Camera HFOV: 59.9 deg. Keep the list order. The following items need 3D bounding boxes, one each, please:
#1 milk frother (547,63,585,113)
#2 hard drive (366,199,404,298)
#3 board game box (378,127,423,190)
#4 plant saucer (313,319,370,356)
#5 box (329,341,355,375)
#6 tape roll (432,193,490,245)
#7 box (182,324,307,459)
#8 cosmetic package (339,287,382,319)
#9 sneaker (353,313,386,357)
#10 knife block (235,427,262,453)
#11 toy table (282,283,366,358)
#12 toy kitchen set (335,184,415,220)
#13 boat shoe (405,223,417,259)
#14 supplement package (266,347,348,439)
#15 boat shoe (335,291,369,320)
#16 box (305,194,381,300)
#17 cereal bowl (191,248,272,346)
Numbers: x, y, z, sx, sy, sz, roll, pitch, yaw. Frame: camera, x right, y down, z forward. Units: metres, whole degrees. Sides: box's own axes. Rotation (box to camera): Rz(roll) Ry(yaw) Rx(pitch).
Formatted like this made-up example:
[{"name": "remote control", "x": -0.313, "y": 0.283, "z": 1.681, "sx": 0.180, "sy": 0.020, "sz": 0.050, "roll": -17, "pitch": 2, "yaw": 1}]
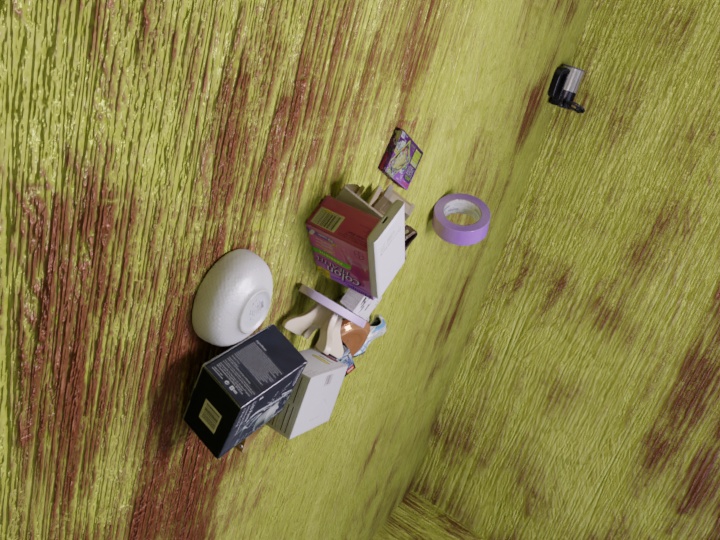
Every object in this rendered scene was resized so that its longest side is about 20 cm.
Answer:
[{"name": "milk frother", "x": 1.009, "y": -0.861, "z": 2.969, "sx": 0.179, "sy": 0.198, "sz": 0.191, "roll": -17, "pitch": 129, "yaw": -56}, {"name": "hard drive", "x": 0.061, "y": -0.046, "z": 1.423, "sx": 0.133, "sy": 0.026, "sz": 0.202, "roll": -53, "pitch": 155, "yaw": -30}, {"name": "board game box", "x": 0.115, "y": -0.307, "z": 1.740, "sx": 0.199, "sy": 0.032, "sz": 0.122, "roll": 22, "pitch": 89, "yaw": -67}, {"name": "plant saucer", "x": -0.052, "y": 0.214, "z": 1.801, "sx": 0.198, "sy": 0.032, "sz": 0.202, "roll": -30, "pitch": 149, "yaw": -20}, {"name": "box", "x": -0.108, "y": 0.298, "z": 1.768, "sx": 0.199, "sy": 0.040, "sz": 0.138, "roll": -37, "pitch": 150, "yaw": -13}, {"name": "tape roll", "x": 0.351, "y": -0.180, "z": 2.180, "sx": 0.200, "sy": 0.198, "sz": 0.066, "roll": -48, "pitch": 154, "yaw": -35}, {"name": "box", "x": -0.241, "y": 0.250, "z": 1.304, "sx": 0.196, "sy": 0.124, "sz": 0.201, "roll": -32, "pitch": 159, "yaw": -47}, {"name": "cosmetic package", "x": 0.005, "y": 0.078, "z": 1.662, "sx": 0.083, "sy": 0.050, "sz": 0.200, "roll": -52, "pitch": 166, "yaw": -1}, {"name": "sneaker", "x": 0.007, "y": 0.213, "z": 2.008, "sx": 0.199, "sy": 0.071, "sz": 0.074, "roll": -39, "pitch": 113, "yaw": -36}, {"name": "knife block", "x": -0.241, "y": 0.327, "z": 1.545, "sx": 0.175, "sy": 0.063, "sz": 0.204, "roll": -12, "pitch": 123, "yaw": -63}, {"name": "toy table", "x": -0.090, "y": 0.131, "z": 1.553, "sx": 0.119, "sy": 0.198, "sz": 0.184, "roll": -59, "pitch": -163, "yaw": -4}, {"name": "toy kitchen set", "x": 0.037, "y": -0.188, "z": 1.551, "sx": 0.200, "sy": 0.162, "sz": 0.182, "roll": -43, "pitch": -165, "yaw": 51}, {"name": "boat shoe", "x": 0.110, "y": -0.056, "z": 1.927, "sx": 0.204, "sy": 0.074, "sz": 0.075, "roll": -58, "pitch": 157, "yaw": -16}, {"name": "supplement package", "x": -0.139, "y": 0.289, "z": 1.510, "sx": 0.199, "sy": 0.109, "sz": 0.159, "roll": -1, "pitch": 112, "yaw": -67}, {"name": "boat shoe", "x": -0.014, "y": 0.113, "z": 1.826, "sx": 0.069, "sy": 0.074, "sz": 0.200, "roll": -58, "pitch": 157, "yaw": 1}, {"name": "box", "x": -0.023, "y": -0.052, "z": 1.495, "sx": 0.097, "sy": 0.174, "sz": 0.201, "roll": -53, "pitch": 156, "yaw": -25}, {"name": "cereal bowl", "x": -0.240, "y": 0.065, "z": 1.251, "sx": 0.200, "sy": 0.082, "sz": 0.202, "roll": -47, "pitch": 152, "yaw": -35}]
